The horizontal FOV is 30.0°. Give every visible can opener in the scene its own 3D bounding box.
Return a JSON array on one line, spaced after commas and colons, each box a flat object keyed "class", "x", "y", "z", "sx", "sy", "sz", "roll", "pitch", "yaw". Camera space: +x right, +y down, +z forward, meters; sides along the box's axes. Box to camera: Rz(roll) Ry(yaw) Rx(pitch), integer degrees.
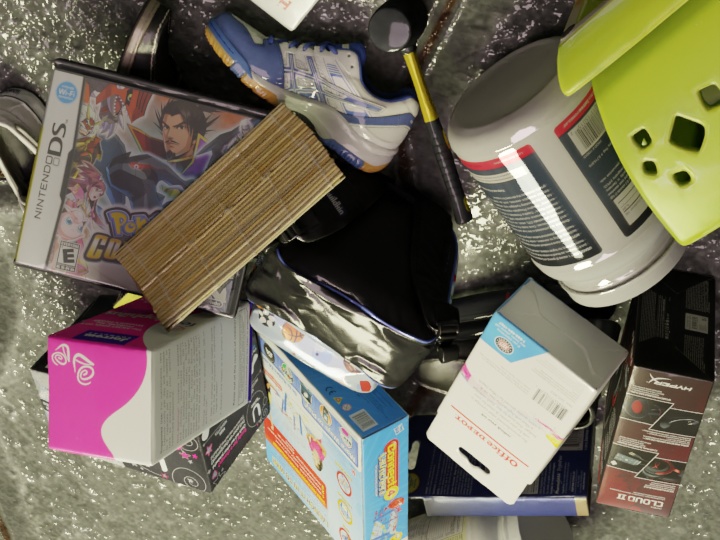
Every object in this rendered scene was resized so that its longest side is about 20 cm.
[{"class": "can opener", "x": 0.153, "y": 0.041, "z": 1.295, "sx": 0.198, "sy": 0.079, "sz": 0.064, "roll": -1, "pitch": 136, "yaw": 27}]

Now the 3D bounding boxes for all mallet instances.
[{"class": "mallet", "x": 0.055, "y": -0.132, "z": 1.131, "sx": 0.041, "sy": 0.066, "sz": 0.202, "roll": -14, "pitch": 98, "yaw": 22}]

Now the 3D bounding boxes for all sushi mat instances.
[{"class": "sushi mat", "x": -0.111, "y": -0.046, "z": 1.120, "sx": 0.200, "sy": 0.096, "sz": 0.012, "roll": -41, "pitch": 149, "yaw": 5}]

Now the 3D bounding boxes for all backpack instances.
[{"class": "backpack", "x": 0.000, "y": 0.000, "z": 1.217, "sx": 0.199, "sy": 0.191, "sz": 0.154, "roll": 35, "pitch": 134, "yaw": -8}]

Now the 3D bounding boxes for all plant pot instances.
[{"class": "plant pot", "x": 0.268, "y": -0.176, "z": 1.011, "sx": 0.181, "sy": 0.200, "sz": 0.199, "roll": 43, "pitch": 126, "yaw": -11}]

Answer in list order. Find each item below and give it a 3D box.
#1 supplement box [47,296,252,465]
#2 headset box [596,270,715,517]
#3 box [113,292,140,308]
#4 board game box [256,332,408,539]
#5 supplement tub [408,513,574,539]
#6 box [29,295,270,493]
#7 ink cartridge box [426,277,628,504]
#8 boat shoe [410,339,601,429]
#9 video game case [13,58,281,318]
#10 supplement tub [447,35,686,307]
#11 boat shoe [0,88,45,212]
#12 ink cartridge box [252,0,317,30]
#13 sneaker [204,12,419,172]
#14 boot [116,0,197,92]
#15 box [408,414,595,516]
[{"class": "supplement box", "x": -0.179, "y": 0.088, "z": 1.175, "sx": 0.100, "sy": 0.200, "sz": 0.104, "roll": 6, "pitch": 103, "yaw": 18}, {"class": "headset box", "x": 0.276, "y": 0.121, "z": 1.269, "sx": 0.074, "sy": 0.149, "sz": 0.201, "roll": 11, "pitch": 130, "yaw": 7}, {"class": "box", "x": -0.171, "y": -0.014, "z": 1.282, "sx": 0.050, "sy": 0.076, "sz": 0.200, "roll": 29, "pitch": 148, "yaw": -19}, {"class": "board game box", "x": -0.029, "y": 0.171, "z": 1.366, "sx": 0.056, "sy": 0.200, "sz": 0.197, "roll": -23, "pitch": 134, "yaw": -25}, {"class": "supplement tub", "x": 0.123, "y": 0.324, "z": 1.469, "sx": 0.199, "sy": 0.145, "sz": 0.145, "roll": -26, "pitch": 118, "yaw": 30}, {"class": "box", "x": -0.213, "y": 0.126, "z": 1.377, "sx": 0.198, "sy": 0.132, "sz": 0.115, "roll": 11, "pitch": 131, "yaw": 25}, {"class": "ink cartridge box", "x": 0.150, "y": 0.117, "z": 1.260, "sx": 0.115, "sy": 0.068, "sz": 0.201, "roll": 38, "pitch": 137, "yaw": 13}, {"class": "boat shoe", "x": 0.142, "y": 0.111, "z": 1.353, "sx": 0.200, "sy": 0.063, "sz": 0.074, "roll": 10, "pitch": 132, "yaw": 8}, {"class": "video game case", "x": -0.184, "y": -0.070, "z": 1.158, "sx": 0.198, "sy": 0.026, "sz": 0.182, "roll": 14, "pitch": 98, "yaw": -1}, {"class": "supplement tub", "x": 0.178, "y": -0.082, "z": 1.137, "sx": 0.140, "sy": 0.141, "sz": 0.200, "roll": -24, "pitch": 118, "yaw": 29}, {"class": "boat shoe", "x": -0.303, "y": -0.079, "z": 1.308, "sx": 0.071, "sy": 0.066, "sz": 0.201, "roll": -8, "pitch": 125, "yaw": 19}, {"class": "ink cartridge box", "x": -0.082, "y": -0.312, "z": 1.057, "sx": 0.199, "sy": 0.083, "sz": 0.146, "roll": 36, "pitch": 127, "yaw": -14}, {"class": "sneaker", "x": -0.039, "y": -0.176, "z": 1.176, "sx": 0.199, "sy": 0.075, "sz": 0.088, "roll": 34, "pitch": 107, "yaw": -13}, {"class": "boot", "x": -0.145, "y": -0.142, "z": 1.214, "sx": 0.149, "sy": 0.073, "sz": 0.201, "roll": 18, "pitch": 134, "yaw": 1}, {"class": "box", "x": 0.139, "y": 0.197, "z": 1.381, "sx": 0.198, "sy": 0.122, "sz": 0.033, "roll": -2, "pitch": 129, "yaw": 16}]
